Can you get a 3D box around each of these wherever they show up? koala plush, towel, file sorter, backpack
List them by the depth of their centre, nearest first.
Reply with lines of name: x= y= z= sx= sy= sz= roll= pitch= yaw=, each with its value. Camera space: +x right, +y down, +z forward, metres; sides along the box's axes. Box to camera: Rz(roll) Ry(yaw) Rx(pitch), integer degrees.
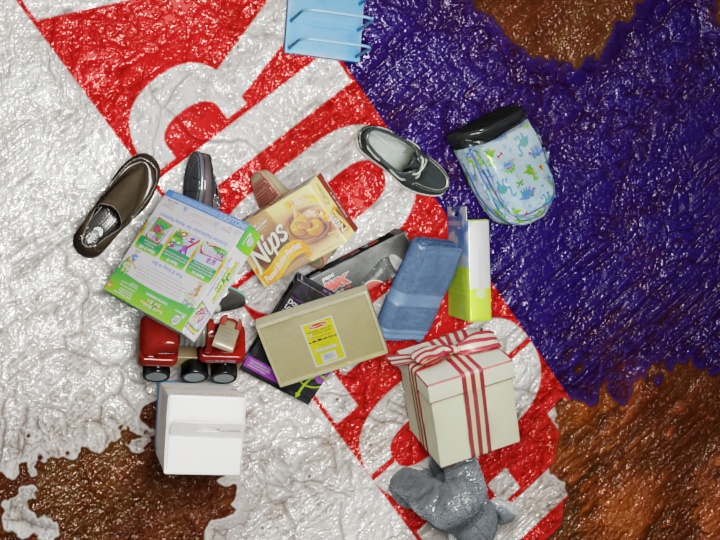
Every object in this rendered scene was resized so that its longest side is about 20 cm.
file sorter: x=-0.046 y=-0.473 z=1.702 sx=0.137 sy=0.123 sz=0.203 roll=4 pitch=91 yaw=-17
towel: x=0.099 y=0.033 z=1.764 sx=0.110 sy=0.049 sz=0.202 roll=5 pitch=119 yaw=-34
koala plush: x=0.185 y=0.430 z=1.801 sx=0.177 sy=0.184 sz=0.201 roll=-38 pitch=118 yaw=-5
backpack: x=0.269 y=-0.179 z=1.812 sx=0.162 sy=0.153 sz=0.203 roll=-25 pitch=112 yaw=-21

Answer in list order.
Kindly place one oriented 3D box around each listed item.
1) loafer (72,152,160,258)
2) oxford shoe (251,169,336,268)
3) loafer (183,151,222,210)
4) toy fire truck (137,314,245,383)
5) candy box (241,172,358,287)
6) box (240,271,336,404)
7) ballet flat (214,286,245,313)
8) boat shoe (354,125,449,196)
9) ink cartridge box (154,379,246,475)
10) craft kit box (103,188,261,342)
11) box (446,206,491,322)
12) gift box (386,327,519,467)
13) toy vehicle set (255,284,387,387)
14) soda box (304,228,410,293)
loafer: x=-0.395 y=-0.104 z=1.641 sx=0.073 sy=0.071 sz=0.201 roll=35 pitch=83 yaw=-15
oxford shoe: x=-0.113 y=-0.100 z=1.740 sx=0.201 sy=0.070 sz=0.074 roll=54 pitch=53 yaw=-11
loafer: x=-0.263 y=-0.100 z=1.692 sx=0.062 sy=0.072 sz=0.203 roll=-2 pitch=100 yaw=-35
toy fire truck: x=-0.264 y=0.113 z=1.606 sx=0.173 sy=0.201 sz=0.130 roll=4 pitch=59 yaw=-16
candy box: x=-0.115 y=-0.066 z=1.671 sx=0.116 sy=0.199 sz=0.055 roll=56 pitch=35 yaw=-11
box: x=-0.099 y=0.119 z=1.721 sx=0.142 sy=0.036 sz=0.201 roll=28 pitch=107 yaw=-15
ballet flat: x=-0.293 y=0.040 z=1.680 sx=0.198 sy=0.068 sz=0.069 roll=23 pitch=60 yaw=-9
boat shoe: x=0.081 y=-0.193 z=1.785 sx=0.198 sy=0.060 sz=0.077 roll=25 pitch=86 yaw=-16
ink cartridge box: x=-0.264 y=0.256 z=1.631 sx=0.127 sy=0.200 sz=0.127 roll=4 pitch=92 yaw=-16
craft kit box: x=-0.284 y=-0.012 z=1.581 sx=0.199 sy=0.198 sz=0.049 roll=-56 pitch=144 yaw=-14
box: x=0.193 y=-0.014 z=1.795 sx=0.047 sy=0.122 sz=0.203 roll=-2 pitch=93 yaw=-12
gift box: x=0.159 y=0.208 z=1.771 sx=0.182 sy=0.200 sz=0.189 roll=-17 pitch=113 yaw=-19
toy vehicle set: x=-0.064 y=0.112 z=1.687 sx=0.197 sy=0.027 sz=0.126 roll=-17 pitch=114 yaw=3
soda box: x=0.000 y=0.000 z=1.769 sx=0.198 sy=0.063 sz=0.072 roll=-27 pitch=100 yaw=-13
